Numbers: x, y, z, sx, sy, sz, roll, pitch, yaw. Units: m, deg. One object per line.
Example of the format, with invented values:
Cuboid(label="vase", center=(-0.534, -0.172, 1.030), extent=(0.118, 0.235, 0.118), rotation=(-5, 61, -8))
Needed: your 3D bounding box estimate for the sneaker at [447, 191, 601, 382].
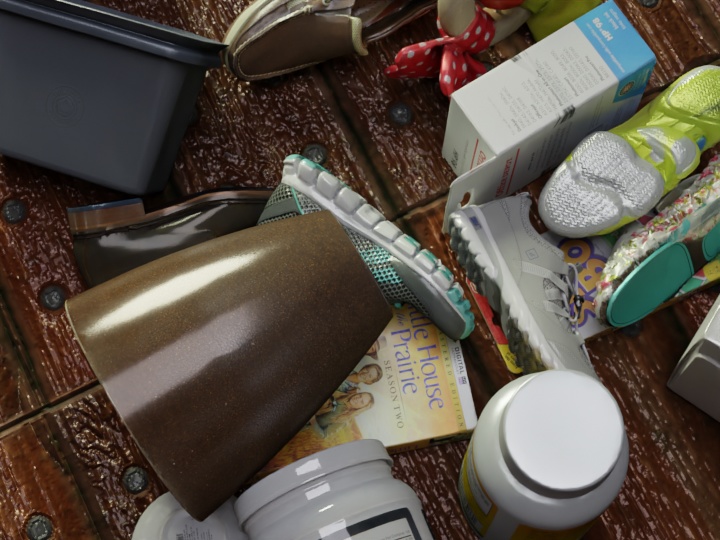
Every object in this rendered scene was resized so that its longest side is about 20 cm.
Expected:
Cuboid(label="sneaker", center=(0.147, 0.023, 1.222), extent=(0.081, 0.075, 0.201), rotation=(-26, 75, -10))

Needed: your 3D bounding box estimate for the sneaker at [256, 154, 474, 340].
Cuboid(label="sneaker", center=(0.000, 0.000, 1.234), extent=(0.199, 0.078, 0.092), rotation=(39, 95, 12))

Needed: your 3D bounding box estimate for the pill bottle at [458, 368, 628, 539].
Cuboid(label="pill bottle", center=(0.133, 0.139, 1.140), extent=(0.111, 0.200, 0.114), rotation=(0, 70, -1))

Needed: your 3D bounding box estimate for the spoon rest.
Cuboid(label="spoon rest", center=(-0.121, 0.256, 1.178), extent=(0.098, 0.061, 0.202), rotation=(-6, 58, -4))

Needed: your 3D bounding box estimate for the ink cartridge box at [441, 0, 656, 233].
Cuboid(label="ink cartridge box", center=(0.134, -0.123, 1.278), extent=(0.199, 0.116, 0.067), rotation=(-31, 74, -12))

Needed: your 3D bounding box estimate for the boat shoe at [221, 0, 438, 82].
Cuboid(label="boat shoe", center=(-0.019, -0.211, 1.313), extent=(0.201, 0.075, 0.075), rotation=(-30, 46, -5))

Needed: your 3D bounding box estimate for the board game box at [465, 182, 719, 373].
Cuboid(label="board game box", center=(0.192, 0.003, 1.283), extent=(0.198, 0.030, 0.096), rotation=(-24, 73, -7))

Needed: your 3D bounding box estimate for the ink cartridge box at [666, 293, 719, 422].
Cuboid(label="ink cartridge box", center=(0.356, 0.032, 1.212), extent=(0.146, 0.145, 0.201), rotation=(33, 73, 11))

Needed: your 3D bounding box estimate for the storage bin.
Cuboid(label="storage bin", center=(-0.223, -0.148, 1.281), extent=(0.198, 0.146, 0.136), rotation=(18, 98, 5))

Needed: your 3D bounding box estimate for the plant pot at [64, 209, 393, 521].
Cuboid(label="plant pot", center=(-0.081, 0.049, 1.145), extent=(0.199, 0.187, 0.188), rotation=(-32, 74, -3))

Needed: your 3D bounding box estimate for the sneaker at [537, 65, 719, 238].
Cuboid(label="sneaker", center=(0.222, -0.085, 1.275), extent=(0.199, 0.105, 0.076), rotation=(-33, 86, -11))

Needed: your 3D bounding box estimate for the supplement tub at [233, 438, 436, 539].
Cuboid(label="supplement tub", center=(-0.001, 0.240, 1.134), extent=(0.139, 0.141, 0.202), rotation=(-21, 72, -8))

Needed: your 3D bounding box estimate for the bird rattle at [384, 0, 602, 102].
Cuboid(label="bird rattle", center=(0.107, -0.231, 1.301), extent=(0.198, 0.164, 0.113), rotation=(-26, 54, -20))

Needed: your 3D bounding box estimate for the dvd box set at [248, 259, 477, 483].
Cuboid(label="dvd box set", center=(-0.016, 0.080, 1.248), extent=(0.197, 0.029, 0.148), rotation=(-10, 71, -4))

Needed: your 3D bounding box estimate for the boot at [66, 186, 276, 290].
Cuboid(label="boot", center=(-0.134, -0.015, 1.274), extent=(0.197, 0.075, 0.098), rotation=(-7, 95, -13))

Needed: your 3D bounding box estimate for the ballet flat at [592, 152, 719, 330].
Cuboid(label="ballet flat", center=(0.249, -0.027, 1.255), extent=(0.199, 0.076, 0.064), rotation=(-35, 45, -17))
